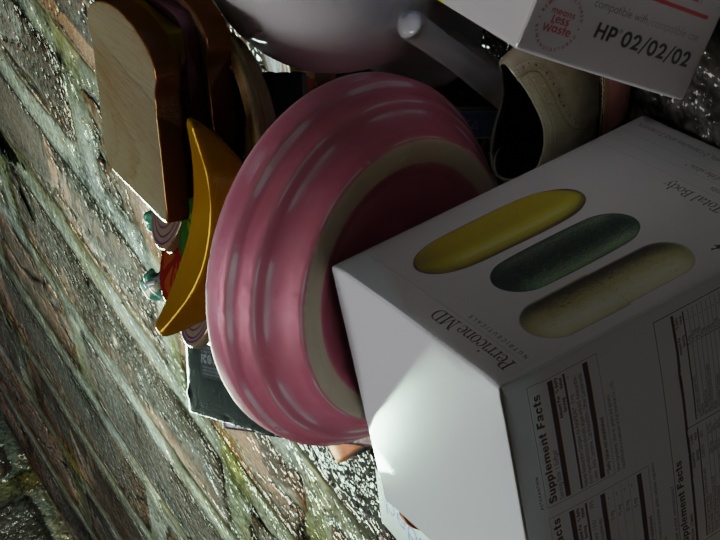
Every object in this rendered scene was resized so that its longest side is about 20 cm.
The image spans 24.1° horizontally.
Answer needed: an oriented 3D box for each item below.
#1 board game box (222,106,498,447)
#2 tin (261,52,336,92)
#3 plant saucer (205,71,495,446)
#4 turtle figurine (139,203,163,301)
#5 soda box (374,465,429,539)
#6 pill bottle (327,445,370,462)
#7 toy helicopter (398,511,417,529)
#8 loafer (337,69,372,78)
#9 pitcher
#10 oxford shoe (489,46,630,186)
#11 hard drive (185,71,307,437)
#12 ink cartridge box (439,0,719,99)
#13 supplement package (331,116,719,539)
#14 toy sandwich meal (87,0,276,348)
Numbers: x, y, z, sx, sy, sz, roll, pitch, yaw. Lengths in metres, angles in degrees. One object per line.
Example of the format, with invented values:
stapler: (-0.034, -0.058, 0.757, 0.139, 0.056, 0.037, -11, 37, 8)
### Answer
board game box: (0.000, 0.000, 1.048, 0.158, 0.096, 0.202, 1, 95, 37)
tin: (-0.053, -0.194, 1.134, 0.112, 0.041, 0.201, 85, 171, -51)
plant saucer: (0.009, 0.000, 0.883, 0.051, 0.200, 0.202, 20, 133, 42)
turtle figurine: (-0.092, -0.023, 1.226, 0.101, 0.150, 0.200, 48, 180, -37)
soda box: (0.089, 0.219, 1.293, 0.200, 0.063, 0.069, 46, 153, 42)
pill bottle: (-0.034, 0.050, 1.346, 0.201, 0.106, 0.106, 62, 159, 9)
toy helicopter: (0.113, 0.169, 1.119, 0.201, 0.131, 0.079, 56, -155, -26)
loafer: (0.014, -0.106, 1.115, 0.201, 0.062, 0.072, 65, 160, 2)
pitcher: (0.011, -0.152, 0.937, 0.171, 0.122, 0.200, 38, -171, 25)
oxford shoe: (0.102, -0.054, 0.940, 0.071, 0.073, 0.201, 44, 151, 43)
hard drive: (-0.069, -0.012, 0.984, 0.139, 0.033, 0.202, 5, 99, 62)
ink cartridge box: (0.092, -0.142, 0.792, 0.200, 0.114, 0.068, 41, 114, 48)
supplement package: (0.118, 0.046, 0.835, 0.152, 0.199, 0.152, 35, 144, 52)
toy sandwich meal: (-0.102, -0.055, 0.921, 0.205, 0.070, 0.207, 175, 90, -65)
